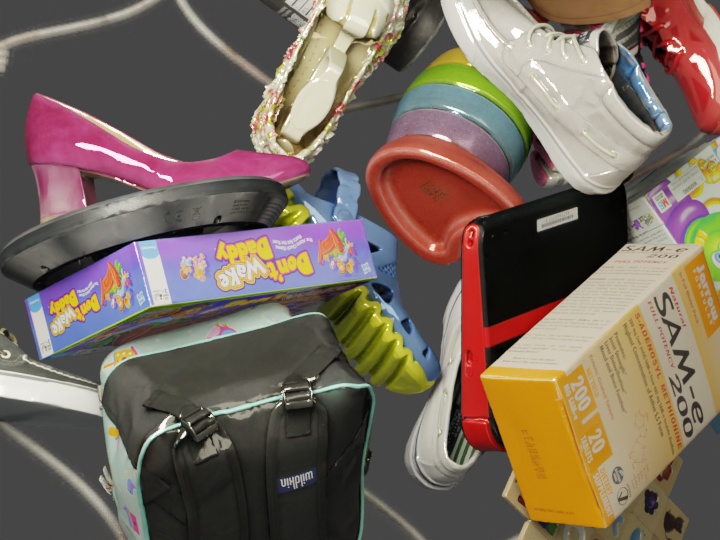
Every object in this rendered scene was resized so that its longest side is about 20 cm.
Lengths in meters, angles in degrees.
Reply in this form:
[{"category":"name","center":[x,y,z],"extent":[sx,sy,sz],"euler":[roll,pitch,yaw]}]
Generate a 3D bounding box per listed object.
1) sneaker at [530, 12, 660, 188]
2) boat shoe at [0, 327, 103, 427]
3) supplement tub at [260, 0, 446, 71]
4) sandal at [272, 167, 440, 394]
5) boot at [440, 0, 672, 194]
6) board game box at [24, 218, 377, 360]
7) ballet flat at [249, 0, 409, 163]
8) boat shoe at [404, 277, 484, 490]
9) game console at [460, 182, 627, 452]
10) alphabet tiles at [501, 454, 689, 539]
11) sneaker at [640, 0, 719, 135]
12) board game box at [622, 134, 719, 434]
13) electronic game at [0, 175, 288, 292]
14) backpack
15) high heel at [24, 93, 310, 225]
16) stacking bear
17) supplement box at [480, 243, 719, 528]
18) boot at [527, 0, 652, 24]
[{"category":"sneaker","center":[0.201,-0.153,1.719],"extent":[0.087,0.074,0.200],"euler":[15,93,-23]},{"category":"boat shoe","center":[-0.262,0.062,1.474],"extent":[0.200,0.069,0.057],"euler":[14,70,-19]},{"category":"supplement tub","center":[-0.029,-0.235,1.638],"extent":[0.200,0.107,0.107],"euler":[35,65,-13]},{"category":"sandal","center":[0.000,0.000,1.607],"extent":[0.087,0.079,0.200],"euler":[-37,95,-32]},{"category":"boot","center":[0.148,-0.157,1.594],"extent":[0.200,0.096,0.074],"euler":[52,46,3]},{"category":"board game box","center":[-0.108,0.012,1.490],"extent":[0.200,0.134,0.045],"euler":[-7,79,-42]},{"category":"ballet flat","center":[-0.014,-0.158,1.567],"extent":[0.076,0.064,0.200],"euler":[24,96,-10]},{"category":"boat shoe","center":[0.096,0.072,1.634],"extent":[0.073,0.067,0.200],"euler":[25,67,-17]},{"category":"game console","center":[0.138,0.032,1.611],"extent":[0.200,0.031,0.177],"euler":[-18,109,-49]},{"category":"alphabet tiles","center":[0.179,0.178,1.632],"extent":[0.200,0.006,0.167],"euler":[45,60,-35]},{"category":"sneaker","center":[0.230,-0.196,1.775],"extent":[0.115,0.078,0.200],"euler":[-9,68,-18]},{"category":"board game box","center":[0.285,0.012,1.716],"extent":[0.103,0.105,0.200],"euler":[-36,93,-28]},{"category":"electronic game","center":[-0.146,-0.026,1.474],"extent":[0.200,0.200,0.042],"euler":[-10,80,-26]},{"category":"backpack","center":[-0.086,0.132,1.471],"extent":[0.175,0.153,0.200],"euler":[-17,125,-18]},{"category":"high heel","center":[-0.138,-0.089,1.541],"extent":[0.200,0.067,0.096],"euler":[-7,86,9]},{"category":"stacking bear","center":[0.091,-0.123,1.667],"extent":[0.114,0.121,0.200],"euler":[41,54,-18]},{"category":"supplement box","center":[0.187,0.080,1.583],"extent":[0.200,0.073,0.126],"euler":[-39,117,-39]},{"category":"boot","center":[0.149,-0.265,1.696],"extent":[0.200,0.070,0.146],"euler":[10,48,21]}]
